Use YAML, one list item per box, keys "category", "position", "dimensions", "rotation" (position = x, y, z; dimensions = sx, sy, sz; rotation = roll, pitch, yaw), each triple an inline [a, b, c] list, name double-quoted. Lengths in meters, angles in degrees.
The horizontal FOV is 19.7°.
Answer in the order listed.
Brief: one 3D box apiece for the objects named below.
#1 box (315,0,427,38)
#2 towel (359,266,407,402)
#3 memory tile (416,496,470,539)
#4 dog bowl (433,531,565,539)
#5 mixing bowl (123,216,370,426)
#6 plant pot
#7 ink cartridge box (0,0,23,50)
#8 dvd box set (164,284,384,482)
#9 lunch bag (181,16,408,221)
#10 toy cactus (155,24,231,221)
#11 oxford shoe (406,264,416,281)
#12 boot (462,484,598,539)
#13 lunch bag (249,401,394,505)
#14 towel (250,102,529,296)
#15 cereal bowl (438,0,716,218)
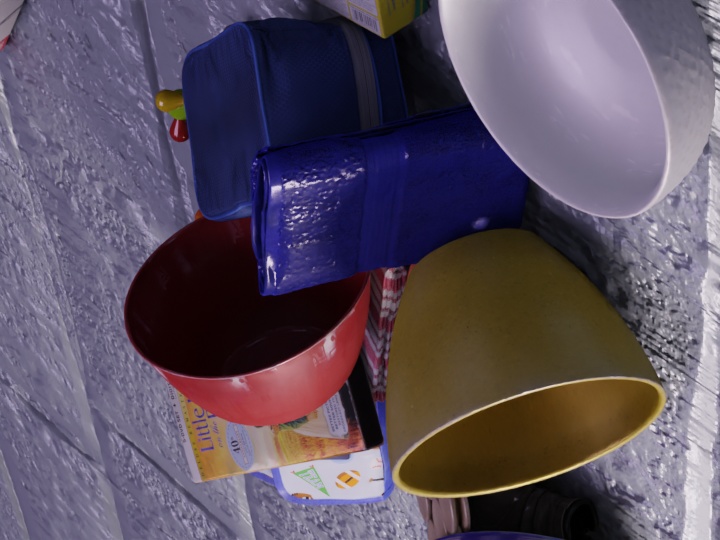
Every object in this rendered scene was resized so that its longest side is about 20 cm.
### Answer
- category: "box"
  position: [-0.019, -0.270, 1.420]
  dimensions: [0.117, 0.048, 0.201]
  rotation: [34, 149, 39]
- category: "towel"
  position: [0.000, 0.000, 1.693]
  dimensions: [0.201, 0.030, 0.147]
  rotation: [96, 153, -53]
- category: "memory tile"
  position: [0.054, 0.141, 1.703]
  dimensions: [0.154, 0.017, 0.201]
  rotation: [95, 163, -61]
- category: "dog bowl"
  position: [0.132, 0.281, 1.648]
  dimensions: [0.199, 0.079, 0.200]
  rotation: [9, 152, 5]
- category: "mixing bowl"
  position: [-0.075, 0.047, 1.620]
  dimensions: [0.200, 0.200, 0.109]
  rotation: [31, 150, 41]
- category: "plant pot"
  position: [0.099, 0.056, 1.466]
  dimensions: [0.200, 0.199, 0.143]
  rotation: [112, 144, -61]
- category: "ink cartridge box"
  position: [-0.402, -0.291, 2.025]
  dimensions: [0.147, 0.083, 0.200]
  rotation: [55, 155, 2]
- category: "dvd box set"
  position: [-0.081, 0.094, 1.751]
  dimensions: [0.199, 0.029, 0.147]
  rotation: [-13, 92, 38]
- category: "lunch bag"
  position: [-0.044, -0.112, 1.541]
  dimensions: [0.200, 0.132, 0.137]
  rotation: [171, 92, -68]
- category: "toy cactus"
  position: [-0.108, -0.123, 1.711]
  dimensions: [0.200, 0.102, 0.166]
  rotation: [49, 145, 46]
- category: "oxford shoe"
  position: [0.095, 0.065, 1.610]
  dimensions: [0.072, 0.071, 0.201]
  rotation: [3, 132, 39]
- category: "boot"
  position: [0.141, 0.241, 1.728]
  dimensions: [0.130, 0.068, 0.201]
  rotation: [30, 147, 32]
- category: "lunch bag"
  position: [-0.059, 0.112, 1.864]
  dimensions: [0.199, 0.124, 0.171]
  rotation: [23, 141, 28]
- category: "towel"
  position: [0.020, -0.055, 1.447]
  dimensions: [0.148, 0.199, 0.050]
  rotation: [97, 158, -55]
- category: "cereal bowl"
  position: [0.141, -0.137, 1.251]
  dimensions: [0.200, 0.083, 0.201]
  rotation: [41, 150, 29]
